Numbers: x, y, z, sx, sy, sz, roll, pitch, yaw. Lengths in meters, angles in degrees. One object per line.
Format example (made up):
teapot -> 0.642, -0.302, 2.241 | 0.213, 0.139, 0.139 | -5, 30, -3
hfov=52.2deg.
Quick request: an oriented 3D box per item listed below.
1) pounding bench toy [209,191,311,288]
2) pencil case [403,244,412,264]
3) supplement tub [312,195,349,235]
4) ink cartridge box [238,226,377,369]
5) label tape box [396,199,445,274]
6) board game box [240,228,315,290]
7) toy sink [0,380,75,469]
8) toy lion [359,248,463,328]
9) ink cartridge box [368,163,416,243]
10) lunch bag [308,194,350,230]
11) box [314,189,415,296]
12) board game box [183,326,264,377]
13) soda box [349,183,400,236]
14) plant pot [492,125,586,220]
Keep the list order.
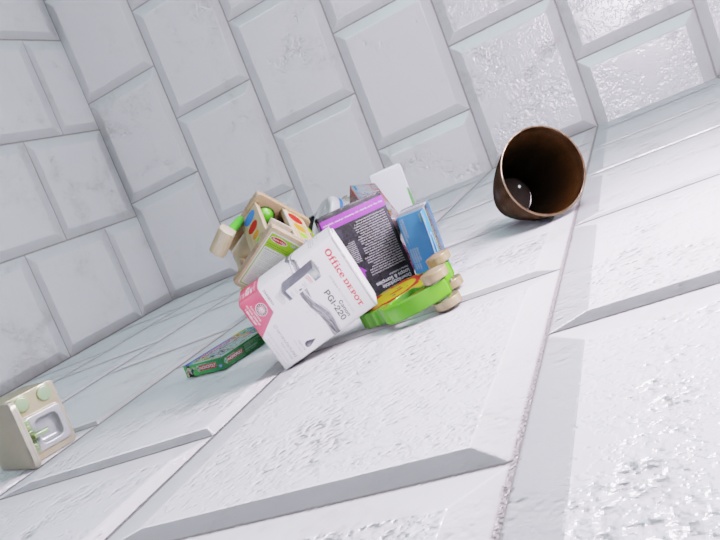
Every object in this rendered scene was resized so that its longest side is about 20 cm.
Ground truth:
pounding bench toy -> -0.188, -0.057, 1.330 | 0.125, 0.197, 0.157 | -52, 35, 16
pencil case -> 0.039, -0.044, 1.588 | 0.085, 0.085, 0.200 | 2, 24, -31
supplement tub -> -0.014, -0.098, 1.865 | 0.196, 0.136, 0.131 | 18, -9, -21
ink cartridge box -> -0.088, 0.046, 1.249 | 0.198, 0.147, 0.085 | -36, 14, 1
label tape box -> 0.120, -0.049, 1.408 | 0.065, 0.147, 0.200 | -19, 8, 13
board game box -> -0.168, -0.001, 1.659 | 0.201, 0.102, 0.047 | -53, 30, -18
toy sink -> -0.641, 0.299, 1.430 | 0.197, 0.133, 0.111 | -17, 9, 45
toy lion -> 0.078, 0.046, 1.248 | 0.189, 0.070, 0.200 | -29, 6, 13
ink cartridge box -> 0.098, -0.130, 1.728 | 0.082, 0.148, 0.200 | -21, -27, 7
lunch bag -> -0.048, -0.088, 1.994 | 0.162, 0.204, 0.116 | -29, 11, -38
box -> 0.013, -0.034, 1.430 | 0.140, 0.204, 0.036 | -24, -2, -14
board game box -> -0.269, 0.166, 1.586 | 0.132, 0.030, 0.199 | -17, 10, 39
soda box -> 0.028, -0.118, 1.563 | 0.062, 0.070, 0.201 | -6, 28, -13
plant pot -> 0.360, -0.184, 1.589 | 0.183, 0.191, 0.200 | -24, -7, -11
